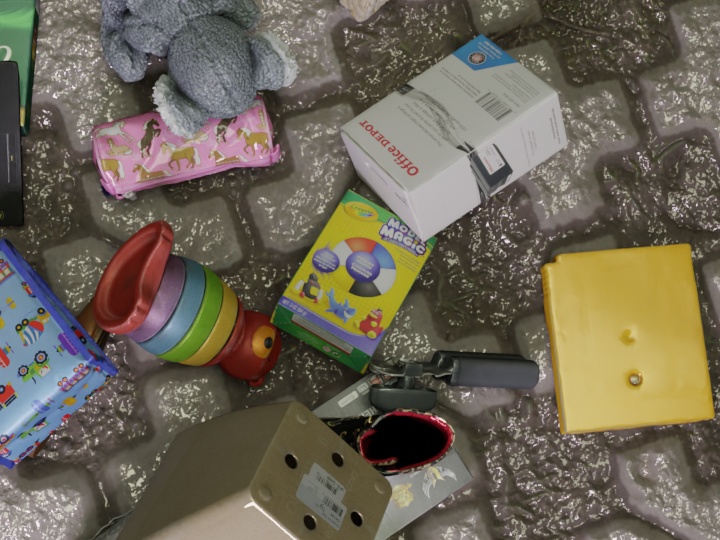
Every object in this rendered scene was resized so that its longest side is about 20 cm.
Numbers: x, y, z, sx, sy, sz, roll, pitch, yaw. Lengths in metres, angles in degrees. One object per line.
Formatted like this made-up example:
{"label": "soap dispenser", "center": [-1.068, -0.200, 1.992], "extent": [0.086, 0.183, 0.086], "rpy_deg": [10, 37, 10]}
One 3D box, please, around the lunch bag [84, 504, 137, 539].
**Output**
{"label": "lunch bag", "center": [-0.210, 0.337, 1.530], "extent": [0.117, 0.164, 0.201], "rpy_deg": [-10, 68, -53]}

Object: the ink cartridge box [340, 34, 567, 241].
{"label": "ink cartridge box", "center": [0.100, -0.146, 1.664], "extent": [0.199, 0.084, 0.145], "rpy_deg": [-34, 48, -11]}

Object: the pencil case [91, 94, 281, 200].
{"label": "pencil case", "center": [-0.189, -0.135, 1.657], "extent": [0.199, 0.083, 0.087], "rpy_deg": [-14, 107, -10]}

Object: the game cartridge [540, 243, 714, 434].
{"label": "game cartridge", "center": [0.297, 0.076, 1.717], "extent": [0.175, 0.032, 0.201], "rpy_deg": [-4, 79, -8]}

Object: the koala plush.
{"label": "koala plush", "center": [-0.172, -0.239, 1.600], "extent": [0.177, 0.184, 0.201], "rpy_deg": [-24, 67, -9]}

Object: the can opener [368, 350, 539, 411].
{"label": "can opener", "center": [0.097, 0.122, 1.645], "extent": [0.199, 0.053, 0.067], "rpy_deg": [5, 98, -28]}

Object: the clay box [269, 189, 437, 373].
{"label": "clay box", "center": [0.000, 0.000, 1.641], "extent": [0.114, 0.048, 0.200], "rpy_deg": [28, 57, 2]}

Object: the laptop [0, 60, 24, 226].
{"label": "laptop", "center": [-0.457, -0.123, 1.578], "extent": [0.199, 0.103, 0.178], "rpy_deg": [1, 104, -3]}

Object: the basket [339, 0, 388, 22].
{"label": "basket", "center": [0.005, -0.408, 1.667], "extent": [0.161, 0.200, 0.198], "rpy_deg": [-44, 88, -10]}

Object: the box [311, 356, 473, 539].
{"label": "box", "center": [-0.004, 0.212, 1.643], "extent": [0.199, 0.048, 0.159], "rpy_deg": [-32, 86, -11]}

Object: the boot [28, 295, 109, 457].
{"label": "boot", "center": [-0.359, 0.078, 1.612], "extent": [0.155, 0.077, 0.201], "rpy_deg": [31, 86, 2]}

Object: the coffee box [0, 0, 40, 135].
{"label": "coffee box", "center": [-0.413, -0.251, 1.663], "extent": [0.122, 0.044, 0.201], "rpy_deg": [6, 81, -7]}

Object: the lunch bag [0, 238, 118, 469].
{"label": "lunch bag", "center": [-0.369, 0.072, 1.538], "extent": [0.150, 0.094, 0.200], "rpy_deg": [-41, 75, -2]}

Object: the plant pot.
{"label": "plant pot", "center": [-0.087, 0.242, 1.453], "extent": [0.200, 0.177, 0.200], "rpy_deg": [43, 38, -13]}

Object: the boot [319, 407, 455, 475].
{"label": "boot", "center": [-0.004, 0.179, 1.545], "extent": [0.199, 0.151, 0.074], "rpy_deg": [-2, 81, -9]}

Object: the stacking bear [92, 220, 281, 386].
{"label": "stacking bear", "center": [-0.167, 0.051, 1.599], "extent": [0.200, 0.113, 0.122], "rpy_deg": [30, 63, -30]}
